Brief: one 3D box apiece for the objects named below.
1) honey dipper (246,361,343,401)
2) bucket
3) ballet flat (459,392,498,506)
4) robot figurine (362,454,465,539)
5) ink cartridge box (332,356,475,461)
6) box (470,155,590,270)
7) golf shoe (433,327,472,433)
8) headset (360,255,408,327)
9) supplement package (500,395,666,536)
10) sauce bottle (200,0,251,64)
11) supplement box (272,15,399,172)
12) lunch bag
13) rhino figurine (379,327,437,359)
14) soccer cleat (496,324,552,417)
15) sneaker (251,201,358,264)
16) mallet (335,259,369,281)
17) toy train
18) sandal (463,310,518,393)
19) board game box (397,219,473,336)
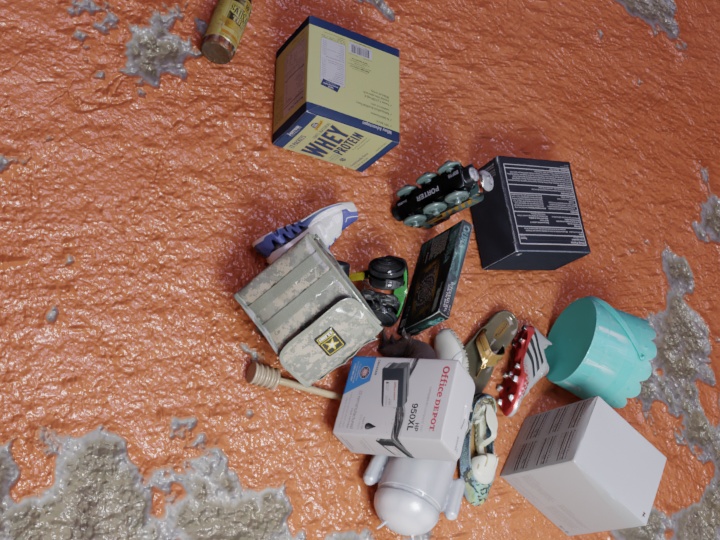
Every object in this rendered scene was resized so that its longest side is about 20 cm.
[{"bbox_3d":[-0.095,0.195,1.591,0.199,0.038,0.038,21,61,-28],"label":"honey dipper"},{"bbox_3d":[0.458,0.158,1.868,0.134,0.207,0.209,25,60,-16],"label":"bucket"},{"bbox_3d":[0.216,0.315,1.719,0.074,0.074,0.202,10,70,-30],"label":"ballet flat"},{"bbox_3d":[0.090,0.352,1.600,0.168,0.113,0.201,20,58,6],"label":"robot figurine"},{"bbox_3d":[0.072,0.223,1.576,0.084,0.198,0.146,53,45,-47],"label":"ink cartridge box"},{"bbox_3d":[0.333,-0.110,1.933,0.198,0.123,0.201,1,70,-31],"label":"box"},{"bbox_3d":[0.141,0.198,1.722,0.096,0.078,0.202,5,67,-24],"label":"golf shoe"},{"bbox_3d":[0.052,0.039,1.664,0.200,0.093,0.125,1,99,-68],"label":"headset"},{"bbox_3d":[0.404,0.359,1.749,0.191,0.200,0.148,41,55,-13],"label":"supplement package"},{"bbox_3d":[-0.232,-0.466,1.739,0.066,0.066,0.202,26,61,-22],"label":"sauce bottle"},{"bbox_3d":[-0.043,-0.319,1.762,0.198,0.134,0.202,14,65,-28],"label":"supplement box"},{"bbox_3d":[-0.079,0.068,1.549,0.164,0.118,0.201,-38,87,5],"label":"lunch bag"},{"bbox_3d":[0.100,0.173,1.679,0.200,0.087,0.060,50,8,27],"label":"rhino figurine"},{"bbox_3d":[0.319,0.197,1.841,0.085,0.069,0.201,30,53,-15],"label":"soccer cleat"},{"bbox_3d":[-0.084,-0.034,1.667,0.198,0.080,0.116,-27,91,-31],"label":"sneaker"},{"bbox_3d":[0.000,0.000,1.685,0.199,0.041,0.067,-21,123,-55],"label":"mallet"},{"bbox_3d":[0.153,-0.138,1.789,0.113,0.199,0.086,4,66,-47],"label":"toy train"},{"bbox_3d":[0.245,0.148,1.815,0.080,0.054,0.200,45,60,-9],"label":"sandal"},{"bbox_3d":[0.136,0.016,1.748,0.028,0.135,0.202,30,58,-20],"label":"board game box"}]
